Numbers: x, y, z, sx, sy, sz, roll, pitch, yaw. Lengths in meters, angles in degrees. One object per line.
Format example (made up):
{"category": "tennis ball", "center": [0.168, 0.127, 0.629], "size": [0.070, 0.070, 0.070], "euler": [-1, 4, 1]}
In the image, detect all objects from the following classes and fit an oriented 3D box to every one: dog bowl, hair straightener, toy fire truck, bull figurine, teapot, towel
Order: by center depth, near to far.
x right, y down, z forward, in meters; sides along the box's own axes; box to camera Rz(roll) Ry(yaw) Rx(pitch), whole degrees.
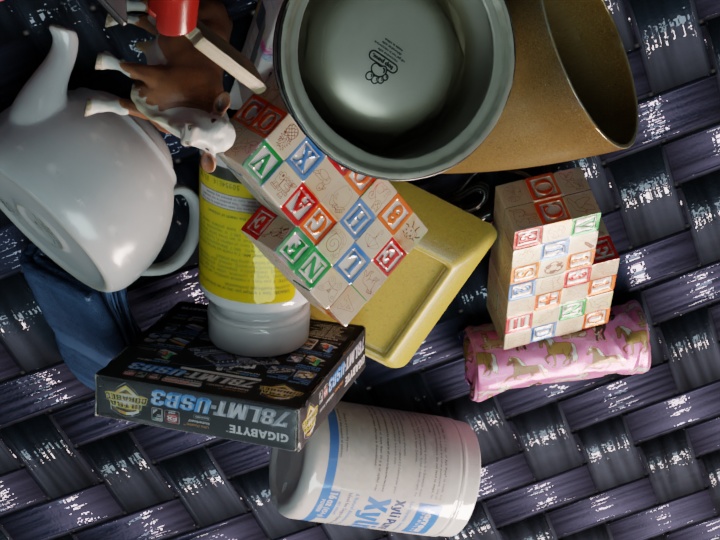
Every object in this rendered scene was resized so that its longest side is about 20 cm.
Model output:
{"category": "toy fire truck", "center": [-0.130, -0.249, 1.388], "size": [0.128, 0.176, 0.201], "euler": [3, 132, -9]}
{"category": "dog bowl", "center": [0.019, -0.172, 1.409], "size": [0.199, 0.074, 0.201], "euler": [-2, 95, -20]}
{"category": "bull figurine", "center": [-0.158, -0.162, 1.459], "size": [0.121, 0.201, 0.065], "euler": [13, 131, -10]}
{"category": "teapot", "center": [-0.229, -0.086, 1.548], "size": [0.146, 0.197, 0.200], "euler": [-48, 177, -17]}
{"category": "towel", "center": [-0.256, 0.053, 1.702], "size": [0.049, 0.111, 0.200], "euler": [-51, 151, -25]}
{"category": "hair straightener", "center": [0.083, -0.046, 1.724], "size": [0.199, 0.041, 0.077], "euler": [-26, 132, 20]}

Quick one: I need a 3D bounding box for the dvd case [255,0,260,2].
{"category": "dvd case", "center": [-0.040, -0.278, 1.497], "size": [0.199, 0.018, 0.143], "euler": [22, 124, -28]}

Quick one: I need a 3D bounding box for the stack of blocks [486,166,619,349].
{"category": "stack of blocks", "center": [0.190, -0.013, 1.735], "size": [0.115, 0.059, 0.200], "euler": [-14, 146, -8]}

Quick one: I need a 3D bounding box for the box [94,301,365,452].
{"category": "box", "center": [-0.116, 0.093, 1.641], "size": [0.199, 0.199, 0.050], "euler": [7, 113, 15]}

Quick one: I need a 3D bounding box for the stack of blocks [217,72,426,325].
{"category": "stack of blocks", "center": [-0.042, -0.059, 1.513], "size": [0.115, 0.059, 0.200], "euler": [-48, 131, -8]}

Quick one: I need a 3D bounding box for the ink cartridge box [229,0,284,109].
{"category": "ink cartridge box", "center": [-0.035, -0.191, 1.519], "size": [0.117, 0.067, 0.200], "euler": [7, 131, -19]}

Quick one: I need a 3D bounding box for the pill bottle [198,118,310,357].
{"category": "pill bottle", "center": [-0.091, -0.030, 1.615], "size": [0.114, 0.114, 0.201], "euler": [-2, 114, -11]}

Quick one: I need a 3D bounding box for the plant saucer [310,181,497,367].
{"category": "plant saucer", "center": [0.000, 0.000, 1.707], "size": [0.199, 0.049, 0.200], "euler": [26, 124, -11]}

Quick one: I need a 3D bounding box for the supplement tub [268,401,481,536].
{"category": "supplement tub", "center": [0.014, 0.210, 1.889], "size": [0.199, 0.132, 0.132], "euler": [10, 130, -20]}

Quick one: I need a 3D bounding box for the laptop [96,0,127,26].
{"category": "laptop", "center": [-0.194, -0.324, 1.298], "size": [0.116, 0.188, 0.200], "euler": [-28, 132, 17]}

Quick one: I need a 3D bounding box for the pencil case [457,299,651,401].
{"category": "pencil case", "center": [0.205, 0.083, 1.846], "size": [0.199, 0.087, 0.083], "euler": [-9, 121, -3]}

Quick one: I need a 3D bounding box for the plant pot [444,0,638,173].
{"category": "plant pot", "center": [0.115, -0.162, 1.551], "size": [0.199, 0.187, 0.186], "euler": [-20, 136, 28]}
